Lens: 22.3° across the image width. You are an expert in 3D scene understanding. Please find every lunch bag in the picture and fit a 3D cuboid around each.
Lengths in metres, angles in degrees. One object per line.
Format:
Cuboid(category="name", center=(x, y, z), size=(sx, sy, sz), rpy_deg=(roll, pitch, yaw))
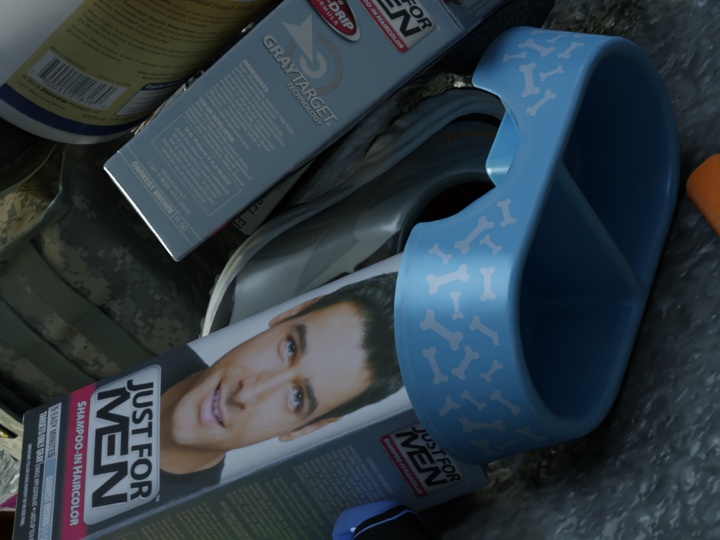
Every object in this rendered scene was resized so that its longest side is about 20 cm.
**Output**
Cuboid(category="lunch bag", center=(-0.166, 0.030, 0.990), size=(0.199, 0.164, 0.118), rpy_deg=(-32, 31, 28))

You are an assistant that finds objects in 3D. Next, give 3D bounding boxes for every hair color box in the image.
Cuboid(category="hair color box", center=(-0.018, -0.092, 0.832), size=(0.200, 0.061, 0.099), rpy_deg=(-37, 4, 37))
Cuboid(category="hair color box", center=(-0.050, 0.077, 0.793), size=(0.199, 0.061, 0.099), rpy_deg=(-23, 37, 12))

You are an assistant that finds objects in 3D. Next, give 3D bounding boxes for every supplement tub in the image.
Cuboid(category="supplement tub", center=(-0.104, -0.166, 0.859), size=(0.200, 0.144, 0.145), rpy_deg=(-35, 30, 39))

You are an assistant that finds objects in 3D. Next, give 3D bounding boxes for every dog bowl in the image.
Cuboid(category="dog bowl", center=(0.080, -0.015, 0.750), size=(0.049, 0.112, 0.201), rpy_deg=(-5, 50, 36))

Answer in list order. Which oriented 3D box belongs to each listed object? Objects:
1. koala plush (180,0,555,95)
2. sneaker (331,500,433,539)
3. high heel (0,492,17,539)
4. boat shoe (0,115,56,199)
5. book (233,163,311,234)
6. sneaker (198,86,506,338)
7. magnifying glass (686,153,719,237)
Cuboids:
Cuboid(category="koala plush", center=(0.029, -0.153, 0.941), size=(0.199, 0.183, 0.179), rpy_deg=(8, 104, 52))
Cuboid(category="sneaker", center=(0.034, 0.146, 0.665), size=(0.077, 0.070, 0.200), rpy_deg=(-20, 28, 9))
Cuboid(category="high heel", center=(-0.203, 0.141, 0.943), size=(0.067, 0.097, 0.200), rpy_deg=(-9, 23, 15))
Cuboid(category="boat shoe", center=(-0.190, -0.080, 0.935), size=(0.076, 0.072, 0.200), rpy_deg=(-41, 14, 37))
Cuboid(category="book", center=(-0.087, -0.061, 1.123), size=(0.200, 0.048, 0.134), rpy_deg=(-49, 29, 3))
Cuboid(category="sneaker", center=(0.000, 0.000, 0.857), size=(0.200, 0.074, 0.080), rpy_deg=(-43, 33, 13))
Cuboid(category="magnifying glass", center=(0.167, 0.008, 0.682), size=(0.080, 0.022, 0.200), rpy_deg=(-44, 29, 12))
